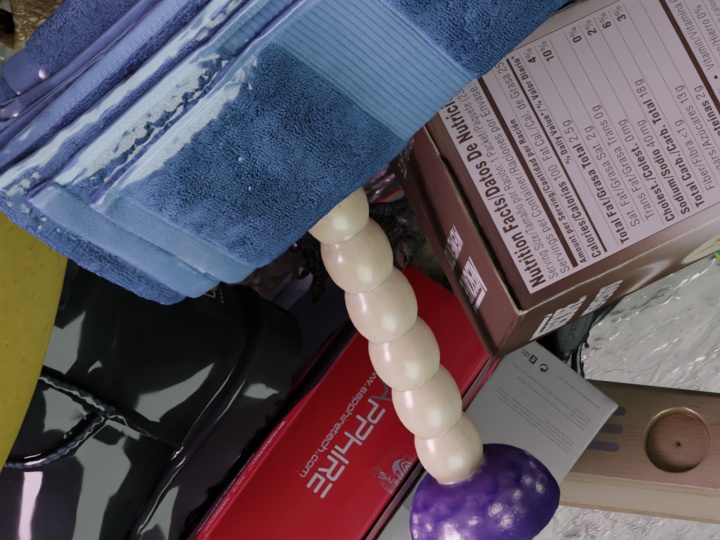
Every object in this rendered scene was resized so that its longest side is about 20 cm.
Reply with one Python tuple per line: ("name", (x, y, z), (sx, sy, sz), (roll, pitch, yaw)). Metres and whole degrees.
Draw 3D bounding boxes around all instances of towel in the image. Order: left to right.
("towel", (0.004, -0.071, 0.552), (0.200, 0.049, 0.112), (-42, 151, 7))

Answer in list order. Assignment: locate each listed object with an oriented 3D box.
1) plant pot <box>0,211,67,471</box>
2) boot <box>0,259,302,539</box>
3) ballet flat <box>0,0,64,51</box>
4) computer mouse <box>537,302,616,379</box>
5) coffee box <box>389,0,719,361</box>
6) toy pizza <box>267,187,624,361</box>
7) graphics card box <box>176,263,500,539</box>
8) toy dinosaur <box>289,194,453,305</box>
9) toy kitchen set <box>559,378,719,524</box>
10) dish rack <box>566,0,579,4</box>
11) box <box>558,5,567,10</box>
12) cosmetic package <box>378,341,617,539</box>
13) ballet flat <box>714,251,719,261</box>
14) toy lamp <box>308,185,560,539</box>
("plant pot", (-0.195, -0.002, 0.579), (0.200, 0.196, 0.194), (-42, 151, 10))
("boot", (-0.131, 0.048, 0.744), (0.162, 0.073, 0.198), (29, 104, -27))
("ballet flat", (-0.104, -0.112, 0.592), (0.065, 0.071, 0.200), (-14, 151, 6))
("computer mouse", (0.124, -0.040, 0.892), (0.200, 0.044, 0.110), (-47, 153, -27))
("coffee box", (0.115, -0.054, 0.704), (0.200, 0.080, 0.114), (-26, 172, -4))
("toy pizza", (0.037, 0.004, 0.961), (0.200, 0.032, 0.200), (-20, 152, -11))
("graphics card box", (-0.026, 0.081, 0.831), (0.126, 0.051, 0.200), (-54, -177, -22))
("toy dinosaur", (0.028, -0.019, 0.825), (0.088, 0.047, 0.200), (-19, 159, -33))
("toy kitchen set", (0.170, -0.001, 0.976), (0.180, 0.200, 0.163), (5, 163, 18))
("dish rack", (0.113, -0.166, 0.616), (0.200, 0.044, 0.172), (-30, 154, 4))
("box", (0.017, -0.116, 0.713), (0.160, 0.044, 0.200), (-24, 153, -8))
("cosmetic package", (0.030, 0.083, 0.897), (0.083, 0.051, 0.200), (-54, -176, -17))
("ballet flat", (0.165, -0.016, 0.839), (0.067, 0.067, 0.200), (-7, 142, 42))
("toy lamp", (0.000, 0.000, 0.684), (0.058, 0.058, 0.200), (-27, 113, -1))
